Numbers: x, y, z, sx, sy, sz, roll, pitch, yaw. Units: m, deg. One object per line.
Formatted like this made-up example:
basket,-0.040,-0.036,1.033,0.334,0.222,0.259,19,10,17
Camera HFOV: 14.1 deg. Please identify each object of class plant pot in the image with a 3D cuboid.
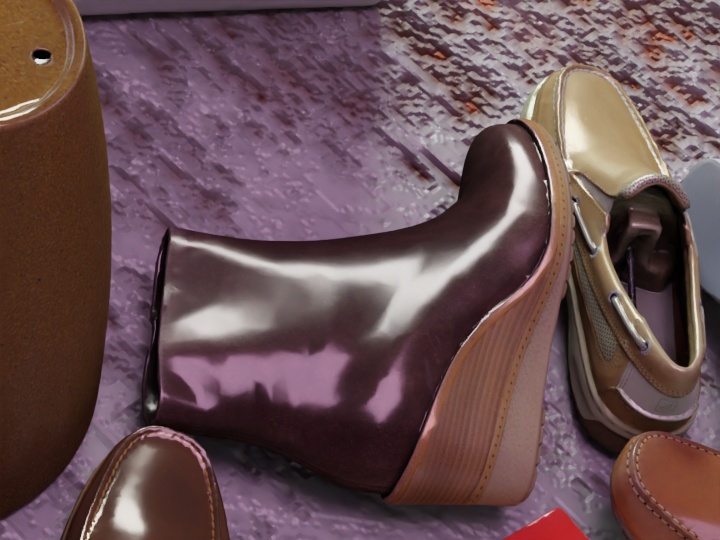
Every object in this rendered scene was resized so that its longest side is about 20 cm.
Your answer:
plant pot,-0.168,-0.026,1.095,0.186,0.200,0.187,10,52,-14

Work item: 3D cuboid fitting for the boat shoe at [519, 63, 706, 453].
boat shoe,0.120,-0.020,1.275,0.072,0.076,0.200,0,54,-20

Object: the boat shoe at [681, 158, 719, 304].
boat shoe,0.209,0.020,1.261,0.086,0.075,0.202,10,24,-23

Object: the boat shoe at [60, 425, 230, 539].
boat shoe,-0.083,0.137,1.085,0.072,0.068,0.200,16,50,-8

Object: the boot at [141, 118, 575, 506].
boot,0.000,0.000,1.217,0.166,0.072,0.200,15,54,-11

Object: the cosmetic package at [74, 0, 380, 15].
cosmetic package,-0.078,-0.227,1.303,0.200,0.165,0.165,-4,55,-23

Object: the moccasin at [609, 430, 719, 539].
moccasin,0.197,0.120,1.192,0.201,0.078,0.074,31,46,4

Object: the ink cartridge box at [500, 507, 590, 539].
ink cartridge box,0.070,0.187,1.120,0.200,0.045,0.176,-27,68,-34
